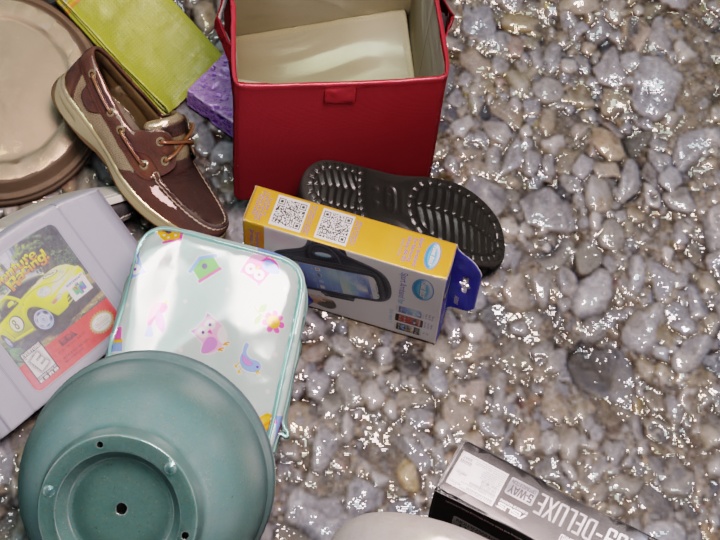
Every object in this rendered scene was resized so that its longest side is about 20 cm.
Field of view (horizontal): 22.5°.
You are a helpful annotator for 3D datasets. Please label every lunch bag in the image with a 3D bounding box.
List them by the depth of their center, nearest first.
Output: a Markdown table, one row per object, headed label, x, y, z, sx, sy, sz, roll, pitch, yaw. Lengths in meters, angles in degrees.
| label | x | y | z | sx | sy | sz | roll | pitch | yaw |
| --- | --- | --- | --- | --- | --- | --- | --- | --- | --- |
| lunch bag | -0.125 | 0.075 | 1.473 | 0.159 | 0.077 | 0.201 | 13 | 82 | -2 |

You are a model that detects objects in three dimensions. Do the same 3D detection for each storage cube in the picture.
| label | x | y | z | sx | sy | sz | roll | pitch | yaw |
| --- | --- | --- | --- | --- | --- | --- | --- | --- | --- |
| storage cube | -0.025 | -0.179 | 1.546 | 0.199 | 0.180 | 0.172 | -3 | 61 | -6 |

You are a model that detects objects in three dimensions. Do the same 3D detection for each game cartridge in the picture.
| label | x | y | z | sx | sy | sz | roll | pitch | yaw |
| --- | --- | --- | --- | --- | --- | --- | --- | --- | --- |
| game cartridge | -0.267 | 0.029 | 1.498 | 0.200 | 0.041 | 0.133 | -41 | 102 | -20 |

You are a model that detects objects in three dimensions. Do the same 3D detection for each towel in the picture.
| label | x | y | z | sx | sy | sz | roll | pitch | yaw |
| --- | --- | --- | --- | --- | --- | --- | --- | --- | --- |
| towel | -0.216 | -0.240 | 1.639 | 0.200 | 0.018 | 0.086 | 48 | 69 | -13 |

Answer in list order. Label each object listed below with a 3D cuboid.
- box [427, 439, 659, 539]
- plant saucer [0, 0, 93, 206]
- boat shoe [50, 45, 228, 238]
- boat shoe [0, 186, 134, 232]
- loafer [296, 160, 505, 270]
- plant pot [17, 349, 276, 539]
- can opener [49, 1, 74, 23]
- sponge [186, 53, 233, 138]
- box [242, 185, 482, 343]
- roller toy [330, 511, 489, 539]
| label | x | y | z | sx | sy | sz | roll | pitch | yaw |
| --- | --- | --- | --- | --- | --- | --- | --- | --- | --- |
| box | 0.147 | 0.222 | 1.387 | 0.199 | 0.158 | 0.050 | 27 | 63 | 10 |
| plant saucer | -0.324 | -0.156 | 1.604 | 0.199 | 0.029 | 0.201 | 2 | 79 | -8 |
| boat shoe | -0.179 | -0.109 | 1.564 | 0.200 | 0.072 | 0.072 | 49 | 33 | 2 |
| boat shoe | -0.278 | -0.022 | 1.549 | 0.199 | 0.074 | 0.061 | -22 | 107 | -31 |
| loafer | 0.031 | -0.042 | 1.565 | 0.199 | 0.071 | 0.073 | 18 | 59 | -19 |
| plant pot | -0.170 | 0.168 | 1.360 | 0.199 | 0.134 | 0.202 | 0 | 96 | 4 |
| can opener | -0.251 | -0.250 | 1.677 | 0.199 | 0.053 | 0.067 | -28 | 83 | -14 |
| sponge | -0.050 | -0.140 | 1.642 | 0.200 | 0.030 | 0.112 | 36 | 66 | 15 |
| box | 0.000 | 0.000 | 1.519 | 0.199 | 0.119 | 0.042 | 18 | 62 | 7 |
| roller toy | 0.045 | 0.279 | 1.338 | 0.182 | 0.200 | 0.140 | -1 | 54 | 37 |
